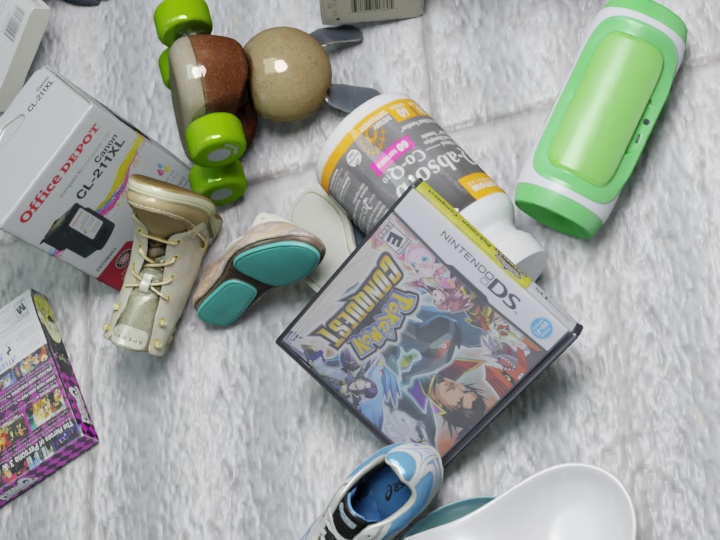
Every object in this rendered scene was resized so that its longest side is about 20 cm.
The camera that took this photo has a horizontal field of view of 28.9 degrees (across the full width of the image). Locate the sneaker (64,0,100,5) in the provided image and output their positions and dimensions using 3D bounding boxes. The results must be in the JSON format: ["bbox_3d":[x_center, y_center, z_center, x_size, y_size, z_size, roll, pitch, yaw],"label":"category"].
[{"bbox_3d":[-0.365,-0.344,1.558,0.200,0.075,0.081,3,75,28],"label":"sneaker"}]

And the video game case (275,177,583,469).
[{"bbox_3d":[0.053,0.054,1.161,0.181,0.026,0.200,42,118,2],"label":"video game case"}]

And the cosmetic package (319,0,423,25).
[{"bbox_3d":[0.001,-0.346,1.365,0.105,0.071,0.200,-7,69,-2],"label":"cosmetic package"}]

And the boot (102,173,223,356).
[{"bbox_3d":[-0.191,-0.001,1.289,0.072,0.200,0.155,21,84,8],"label":"boot"}]

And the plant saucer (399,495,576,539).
[{"bbox_3d":[0.105,0.286,1.139,0.200,0.027,0.201,-9,68,24],"label":"plant saucer"}]

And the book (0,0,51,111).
[{"bbox_3d":[-0.432,-0.288,1.553,0.200,0.048,0.134,44,120,26],"label":"book"}]

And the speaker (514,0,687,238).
[{"bbox_3d":[0.207,-0.132,1.201,0.088,0.088,0.200,23,83,30],"label":"speaker"}]

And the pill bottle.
[{"bbox_3d":[0.062,-0.052,1.218,0.116,0.116,0.200,-45,70,5],"label":"pill bottle"}]

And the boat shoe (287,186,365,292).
[{"bbox_3d":[0.000,0.000,1.267,0.075,0.062,0.200,-55,49,18],"label":"boat shoe"}]

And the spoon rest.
[{"bbox_3d":[0.121,0.213,1.107,0.200,0.061,0.100,-17,66,21],"label":"spoon rest"}]

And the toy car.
[{"bbox_3d":[-0.084,-0.178,1.356,0.200,0.158,0.165,-13,68,-10],"label":"toy car"}]

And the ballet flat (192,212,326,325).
[{"bbox_3d":[-0.096,-0.014,1.282,0.200,0.068,0.067,-30,42,47],"label":"ballet flat"}]

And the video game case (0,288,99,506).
[{"bbox_3d":[-0.376,0.145,1.416,0.200,0.036,0.181,-34,61,12],"label":"video game case"}]

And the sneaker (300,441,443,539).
[{"bbox_3d":[-0.011,0.218,1.181,0.200,0.072,0.072,-51,59,21],"label":"sneaker"}]

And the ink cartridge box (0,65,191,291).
[{"bbox_3d":[-0.266,-0.083,1.346,0.083,0.200,0.146,38,92,31],"label":"ink cartridge box"}]
